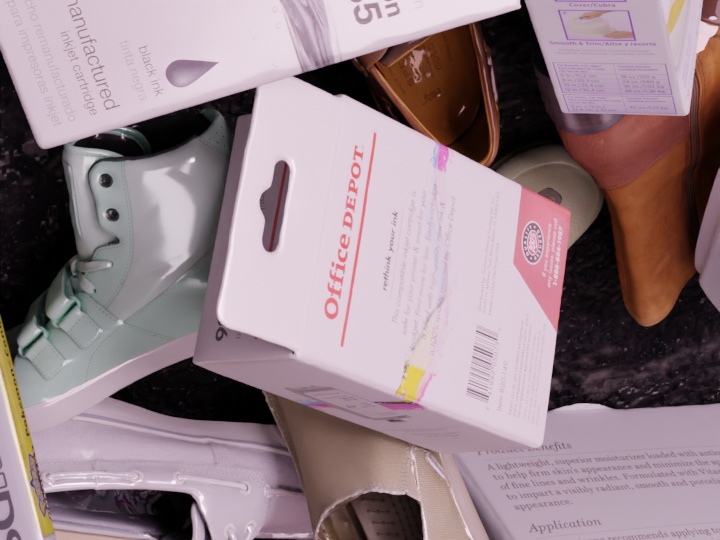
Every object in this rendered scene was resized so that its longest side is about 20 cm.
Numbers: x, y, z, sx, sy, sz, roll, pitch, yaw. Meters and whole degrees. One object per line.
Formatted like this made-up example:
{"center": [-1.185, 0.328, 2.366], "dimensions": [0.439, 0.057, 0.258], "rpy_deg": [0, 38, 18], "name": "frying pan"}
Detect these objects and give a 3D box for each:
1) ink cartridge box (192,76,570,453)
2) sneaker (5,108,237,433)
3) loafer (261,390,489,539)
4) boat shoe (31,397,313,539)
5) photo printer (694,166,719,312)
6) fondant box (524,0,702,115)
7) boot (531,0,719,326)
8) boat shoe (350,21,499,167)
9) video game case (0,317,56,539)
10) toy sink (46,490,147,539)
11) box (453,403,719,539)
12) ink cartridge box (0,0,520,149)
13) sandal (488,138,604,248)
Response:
{"center": [0.000, 0.000, 0.889], "dimensions": [0.067, 0.117, 0.200], "rpy_deg": [-7, 157, 44], "name": "ink cartridge box"}
{"center": [-0.130, -0.004, 0.927], "dimensions": [0.200, 0.074, 0.118], "rpy_deg": [-24, 115, 7], "name": "sneaker"}
{"center": [0.004, 0.092, 0.980], "dimensions": [0.076, 0.200, 0.068], "rpy_deg": [-30, 177, 27], "name": "loafer"}
{"center": [-0.084, 0.111, 1.001], "dimensions": [0.200, 0.069, 0.072], "rpy_deg": [20, 133, -31], "name": "boat shoe"}
{"center": [0.258, -0.068, 0.976], "dimensions": [0.200, 0.069, 0.166], "rpy_deg": [-36, 159, -16], "name": "photo printer"}
{"center": [0.100, -0.168, 0.799], "dimensions": [0.058, 0.145, 0.200], "rpy_deg": [3, 159, 17], "name": "fondant box"}
{"center": [0.181, -0.086, 0.985], "dimensions": [0.188, 0.068, 0.200], "rpy_deg": [-47, 140, -13], "name": "boot"}
{"center": [0.017, -0.124, 0.891], "dimensions": [0.072, 0.068, 0.200], "rpy_deg": [-29, 130, 0], "name": "boat shoe"}
{"center": [-0.238, 0.107, 0.893], "dimensions": [0.200, 0.026, 0.181], "rpy_deg": [-15, 88, 2], "name": "video game case"}
{"center": [-0.185, 0.208, 1.015], "dimensions": [0.112, 0.130, 0.200], "rpy_deg": [17, 116, -31], "name": "toy sink"}
{"center": [0.118, 0.189, 1.113], "dimensions": [0.199, 0.131, 0.200], "rpy_deg": [-1, 126, -28], "name": "box"}
{"center": [-0.052, -0.151, 0.792], "dimensions": [0.200, 0.083, 0.147], "rpy_deg": [-16, 113, 4], "name": "ink cartridge box"}
{"center": [0.047, 0.021, 1.016], "dimensions": [0.080, 0.057, 0.201], "rpy_deg": [26, 112, -34], "name": "sandal"}
